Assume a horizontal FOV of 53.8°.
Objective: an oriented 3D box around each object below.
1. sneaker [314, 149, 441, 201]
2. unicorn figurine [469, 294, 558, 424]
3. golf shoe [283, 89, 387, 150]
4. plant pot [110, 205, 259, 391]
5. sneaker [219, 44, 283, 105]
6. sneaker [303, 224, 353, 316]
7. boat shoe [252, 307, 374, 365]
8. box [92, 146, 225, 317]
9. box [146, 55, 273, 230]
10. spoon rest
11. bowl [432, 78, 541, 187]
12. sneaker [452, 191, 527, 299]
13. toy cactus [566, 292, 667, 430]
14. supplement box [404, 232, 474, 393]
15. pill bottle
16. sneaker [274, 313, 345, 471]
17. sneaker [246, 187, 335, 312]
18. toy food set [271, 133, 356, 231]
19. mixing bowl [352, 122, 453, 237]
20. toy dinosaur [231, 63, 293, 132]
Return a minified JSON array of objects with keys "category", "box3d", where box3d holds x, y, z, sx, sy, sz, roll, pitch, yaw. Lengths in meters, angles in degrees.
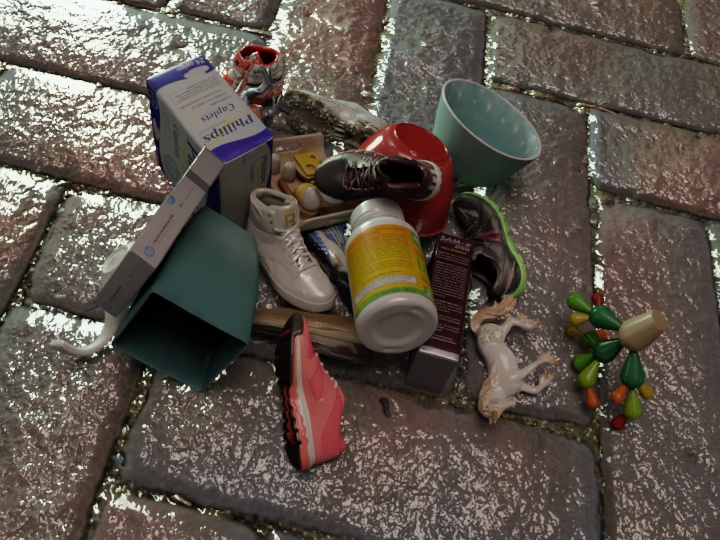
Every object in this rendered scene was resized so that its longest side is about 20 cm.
[{"category":"sneaker","box3d":[0.013,-0.141,1.011,0.194,0.115,0.078,1,91,16]},{"category":"unicorn figurine","box3d":[0.216,0.139,1.038,0.134,0.075,0.202,-16,47,-7]},{"category":"golf shoe","box3d":[-0.042,-0.269,1.260,0.196,0.079,0.098,27,39,3]},{"category":"plant pot","box3d":[-0.222,0.024,0.976,0.140,0.141,0.203,31,41,-21]},{"category":"sneaker","box3d":[-0.229,-0.334,1.236,0.196,0.109,0.068,-13,60,-16]},{"category":"sneaker","box3d":[0.000,0.000,1.083,0.084,0.078,0.201,-29,67,-29]},{"category":"boat shoe","box3d":[-0.072,0.096,1.014,0.194,0.067,0.072,7,12,9]},{"category":"box","box3d":[-0.265,-0.051,0.940,0.041,0.155,0.203,35,49,-17]},{"category":"box","box3d":[-0.231,-0.183,1.095,0.104,0.186,0.201,-31,66,-26]},{"category":"spoon rest","box3d":[-0.354,0.040,1.006,0.098,0.061,0.203,-3,49,42]},{"category":"bowl","box3d":[0.199,-0.220,1.213,0.197,0.106,0.204,21,40,-18]},{"category":"sneaker","box3d":[0.196,-0.044,1.139,0.082,0.077,0.203,-13,59,-21]},{"category":"toy cactus","box3d":[0.377,0.112,1.026,0.100,0.165,0.205,3,60,-30]},{"category":"supplement box","box3d":[0.117,0.061,1.041,0.059,0.110,0.204,13,58,0]},{"category":"pill bottle","box3d":[0.036,0.000,0.975,0.108,0.113,0.203,-1,49,-9]},{"category":"sneaker","box3d":[-0.064,0.160,0.959,0.085,0.073,0.206,-3,84,-26]},{"category":"sneaker","box3d":[-0.105,-0.037,1.039,0.073,0.117,0.199,-28,56,-35]},{"category":"toy food set","box3d":[-0.076,-0.149,1.146,0.141,0.061,0.202,-14,53,-31]},{"category":"mixing bowl","box3d":[0.075,-0.163,1.135,0.196,0.110,0.203,19,36,-14]},{"category":"toy dinosaur","box3d":[-0.203,-0.253,1.153,0.106,0.179,0.200,56,28,-10]}]
